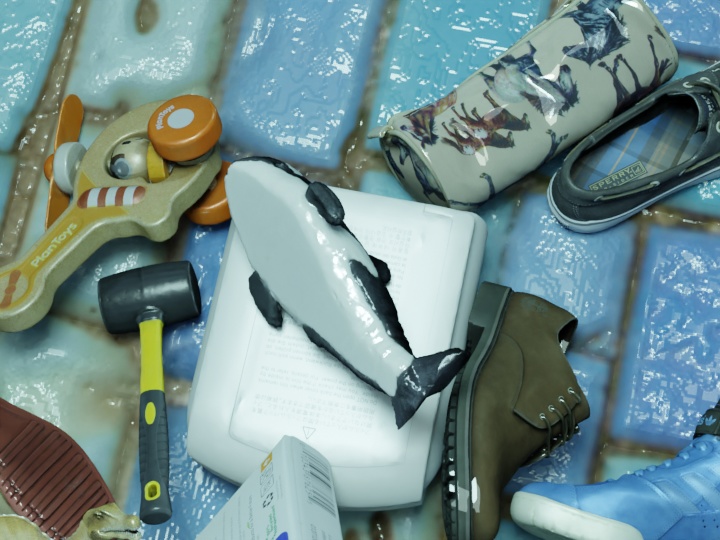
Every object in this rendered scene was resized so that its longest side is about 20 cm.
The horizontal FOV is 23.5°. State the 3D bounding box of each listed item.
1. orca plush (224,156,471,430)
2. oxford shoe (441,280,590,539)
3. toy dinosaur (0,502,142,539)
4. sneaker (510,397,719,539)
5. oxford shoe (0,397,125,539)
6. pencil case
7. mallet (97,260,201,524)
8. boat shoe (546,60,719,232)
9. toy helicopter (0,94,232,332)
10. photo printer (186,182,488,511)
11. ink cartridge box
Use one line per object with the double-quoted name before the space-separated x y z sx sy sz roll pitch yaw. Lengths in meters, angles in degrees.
"orca plush" 0.000 0.000 1.034 0.071 0.106 0.200 -14 38 -41
"oxford shoe" 0.095 0.086 1.042 0.084 0.073 0.200 11 48 9
"toy dinosaur" -0.216 0.197 1.040 0.199 0.058 0.101 -20 103 0
"sneaker" 0.195 0.124 1.056 0.199 0.077 0.112 10 79 1
"oxford shoe" -0.230 0.128 1.092 0.200 0.070 0.075 45 123 4
"pencil case" 0.106 -0.112 1.136 0.200 0.078 0.090 -34 91 -8
"mallet" -0.138 0.073 1.070 0.066 0.041 0.201 -6 46 8
"boat shoe" 0.211 -0.095 1.133 0.199 0.066 0.070 -27 73 -6
"toy helicopter" -0.178 -0.041 1.124 0.132 0.079 0.200 25 62 33
"photo printer" -0.017 0.049 1.095 0.166 0.069 0.201 10 73 6
"ink cartridge box" -0.082 0.218 0.970 0.047 0.198 0.200 32 107 -20
